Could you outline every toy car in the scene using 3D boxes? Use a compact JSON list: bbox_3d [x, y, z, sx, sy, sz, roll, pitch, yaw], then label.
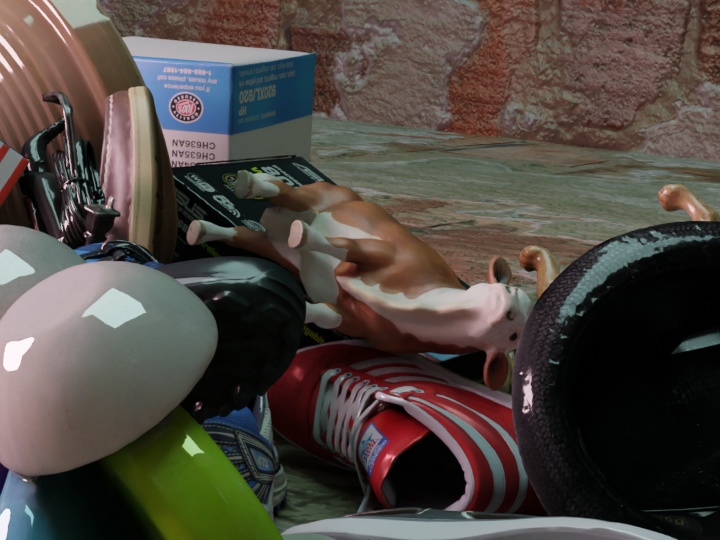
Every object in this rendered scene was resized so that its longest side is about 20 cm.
[{"bbox_3d":[-0.107,0.092,0.710,0.150,0.176,0.199,-40,29,-22],"label":"toy car"}]

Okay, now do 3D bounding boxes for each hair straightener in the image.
[{"bbox_3d":[-0.123,-0.012,0.962,0.041,0.077,0.201,9,48,-29],"label":"hair straightener"}]

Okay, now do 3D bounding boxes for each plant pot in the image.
[{"bbox_3d":[-0.192,-0.066,1.136,0.092,0.203,0.200,-26,22,-28],"label":"plant pot"}]

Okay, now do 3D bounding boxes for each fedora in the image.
[{"bbox_3d":[0.157,0.075,0.944,0.198,0.203,0.092,1,-21,-13],"label":"fedora"}]

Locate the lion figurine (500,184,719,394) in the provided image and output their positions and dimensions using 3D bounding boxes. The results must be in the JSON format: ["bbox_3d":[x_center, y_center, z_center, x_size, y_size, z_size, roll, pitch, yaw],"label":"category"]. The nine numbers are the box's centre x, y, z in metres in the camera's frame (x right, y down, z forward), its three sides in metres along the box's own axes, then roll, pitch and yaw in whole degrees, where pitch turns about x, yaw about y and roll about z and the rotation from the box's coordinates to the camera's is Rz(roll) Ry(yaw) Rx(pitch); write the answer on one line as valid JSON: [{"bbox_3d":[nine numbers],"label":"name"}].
[{"bbox_3d":[0.151,0.028,1.078,0.199,0.123,0.072,-29,-47,19],"label":"lion figurine"}]

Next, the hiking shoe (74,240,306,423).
[{"bbox_3d":[-0.098,0.015,0.839,0.199,0.074,0.087,-14,41,38],"label":"hiking shoe"}]

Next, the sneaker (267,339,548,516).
[{"bbox_3d":[0.005,0.080,1.022,0.199,0.072,0.112,12,9,37],"label":"sneaker"}]

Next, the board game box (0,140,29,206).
[{"bbox_3d":[-0.268,-0.062,1.050,0.151,0.047,0.200,37,-23,-16],"label":"board game box"}]

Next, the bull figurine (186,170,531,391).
[{"bbox_3d":[0.000,0.000,1.052,0.121,0.066,0.200,15,8,-34],"label":"bull figurine"}]

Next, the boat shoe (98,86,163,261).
[{"bbox_3d":[-0.138,0.006,1.027,0.071,0.202,0.072,6,-4,-3],"label":"boat shoe"}]

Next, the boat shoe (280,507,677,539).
[{"bbox_3d":[0.060,0.124,0.795,0.198,0.071,0.066,-2,8,22],"label":"boat shoe"}]

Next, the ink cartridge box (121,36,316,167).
[{"bbox_3d":[-0.125,-0.046,1.375,0.146,0.202,0.145,6,11,19],"label":"ink cartridge box"}]

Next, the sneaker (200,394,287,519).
[{"bbox_3d":[-0.067,0.075,0.982,0.076,0.086,0.200,2,8,-8],"label":"sneaker"}]

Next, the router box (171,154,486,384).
[{"bbox_3d":[-0.017,0.014,1.200,0.200,0.062,0.149,38,22,21],"label":"router box"}]
